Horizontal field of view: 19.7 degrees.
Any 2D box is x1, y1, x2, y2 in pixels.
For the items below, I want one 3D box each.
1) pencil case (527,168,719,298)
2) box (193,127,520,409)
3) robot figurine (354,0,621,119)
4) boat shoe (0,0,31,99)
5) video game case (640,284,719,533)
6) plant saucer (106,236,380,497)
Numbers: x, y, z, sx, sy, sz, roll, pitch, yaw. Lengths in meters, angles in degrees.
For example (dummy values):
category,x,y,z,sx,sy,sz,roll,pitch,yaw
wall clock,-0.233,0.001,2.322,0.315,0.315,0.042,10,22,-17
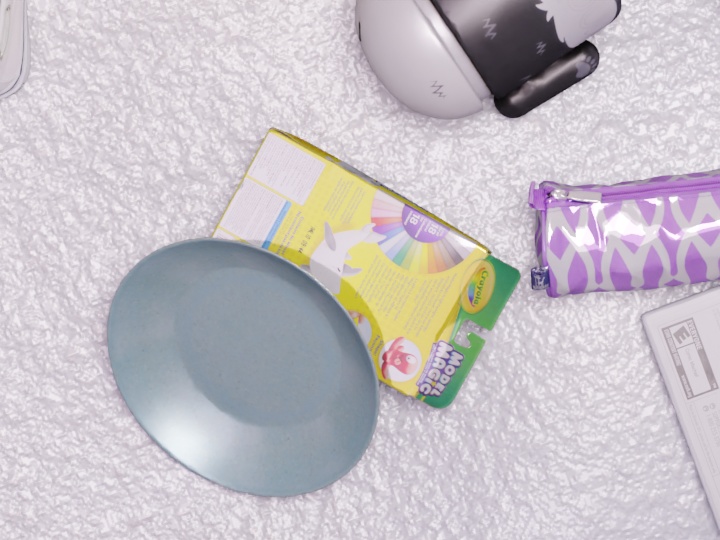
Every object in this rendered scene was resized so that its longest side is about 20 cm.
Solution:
category,x,y,z,sx,sy,sz,roll,pitch,yaw
pencil case,0.208,-0.034,1.372,0.199,0.084,0.086,-7,127,4
box,0.000,0.000,1.414,0.199,0.048,0.118,30,93,7
robot figurine,0.091,-0.187,1.366,0.199,0.125,0.151,-34,82,5
boat shoe,-0.263,-0.220,1.427,0.073,0.067,0.201,-12,89,5
video game case,0.308,0.092,1.397,0.181,0.022,0.201,-21,88,6
plant saucer,-0.074,0.060,1.398,0.200,0.039,0.202,11,122,18
